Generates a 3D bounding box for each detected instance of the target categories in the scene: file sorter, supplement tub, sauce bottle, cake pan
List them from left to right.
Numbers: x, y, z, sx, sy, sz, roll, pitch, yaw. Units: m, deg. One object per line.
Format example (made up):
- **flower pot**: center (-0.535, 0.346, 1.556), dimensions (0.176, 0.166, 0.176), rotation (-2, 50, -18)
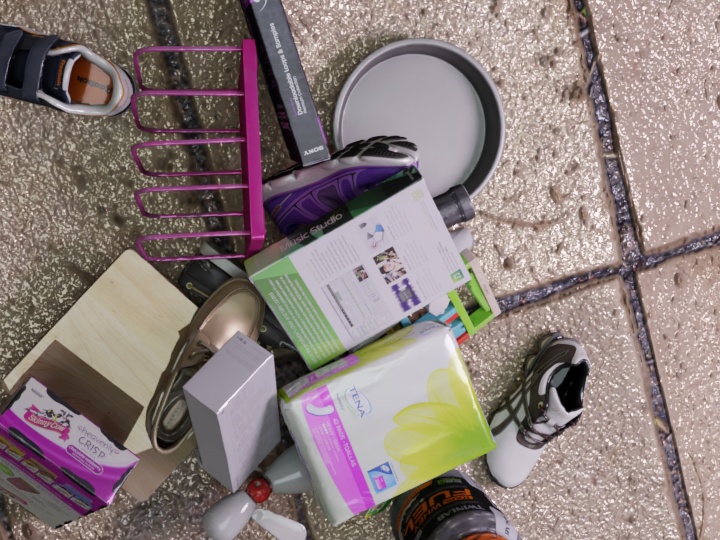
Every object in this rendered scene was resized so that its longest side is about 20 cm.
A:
- **file sorter**: center (-0.167, -0.115, 1.030), dimensions (0.125, 0.139, 0.201), rotation (-2, 81, -9)
- **sauce bottle**: center (0.027, -0.034, 1.086), dimensions (0.199, 0.065, 0.065), rotation (-24, 102, -2)
- **cake pan**: center (0.064, -0.160, 1.144), dimensions (0.199, 0.037, 0.201), rotation (-2, 98, -11)
- **supplement tub**: center (0.111, 0.308, 1.136), dimensions (0.122, 0.200, 0.123), rotation (-2, 98, -11)

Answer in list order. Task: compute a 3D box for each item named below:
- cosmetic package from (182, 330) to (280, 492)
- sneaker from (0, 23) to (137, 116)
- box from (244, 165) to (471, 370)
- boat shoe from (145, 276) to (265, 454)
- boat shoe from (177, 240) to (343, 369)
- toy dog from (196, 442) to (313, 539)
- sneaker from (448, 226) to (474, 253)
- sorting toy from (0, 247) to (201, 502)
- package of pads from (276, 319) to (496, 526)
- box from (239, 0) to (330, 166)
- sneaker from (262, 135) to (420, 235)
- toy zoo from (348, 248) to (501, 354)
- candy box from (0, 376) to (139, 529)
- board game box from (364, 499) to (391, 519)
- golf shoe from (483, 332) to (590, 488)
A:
- **cosmetic package**: center (-0.129, 0.149, 1.037), dimensions (0.051, 0.200, 0.083), rotation (32, 61, 18)
- **sneaker**: center (-0.332, -0.209, 1.043), dimensions (0.199, 0.079, 0.079), rotation (11, 97, -10)
- **box**: center (0.000, 0.000, 1.040), dimensions (0.200, 0.036, 0.145), rotation (-30, 125, -1)
- **boat shoe**: center (-0.160, 0.100, 1.053), dimensions (0.072, 0.065, 0.200), rotation (32, 91, -13)
- **boat shoe**: center (-0.110, 0.051, 1.127), dimensions (0.201, 0.072, 0.061), rotation (39, 92, -6)
- **toy dog**: center (-0.081, 0.243, 1.148), dimensions (0.199, 0.132, 0.096), rotation (-16, 139, -4)
- **sneaker**: center (0.033, -0.019, 1.143), dimensions (0.199, 0.075, 0.087), rotation (-17, 95, -9)
- **sorting toy**: center (-0.245, 0.109, 1.107), dimensions (0.200, 0.070, 0.199), rotation (44, 88, -13)
- **package of pads**: center (0.026, 0.154, 1.070), dimensions (0.199, 0.068, 0.155), rotation (-23, 102, -11)
- **box**: center (-0.083, -0.210, 1.055), dimensions (0.036, 0.143, 0.201), rotation (-20, 101, -5)
- **sneaker**: center (-0.017, -0.088, 1.087), dimensions (0.200, 0.081, 0.084), rotation (-15, 106, 35)
- **toy zoo**: center (0.063, 0.072, 1.144), dimensions (0.200, 0.020, 0.131), rotation (-38, 144, -2)
- **candy box**: center (-0.325, 0.193, 1.039), dimensions (0.136, 0.200, 0.061), rotation (41, 54, -13)
- **board game box**: center (0.056, 0.190, 1.164), dimensions (0.030, 0.096, 0.201), rotation (26, 91, 18)
- **golf shoe**: center (0.208, 0.172, 1.191), dimensions (0.078, 0.094, 0.201), rotation (21, 95, -14)
